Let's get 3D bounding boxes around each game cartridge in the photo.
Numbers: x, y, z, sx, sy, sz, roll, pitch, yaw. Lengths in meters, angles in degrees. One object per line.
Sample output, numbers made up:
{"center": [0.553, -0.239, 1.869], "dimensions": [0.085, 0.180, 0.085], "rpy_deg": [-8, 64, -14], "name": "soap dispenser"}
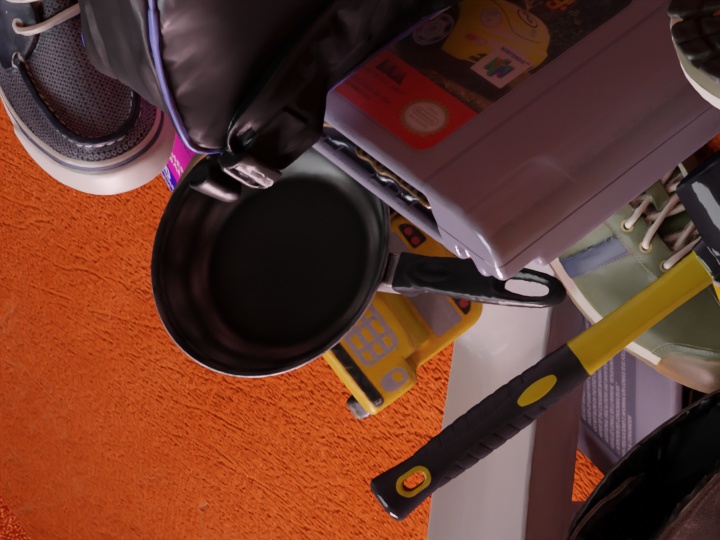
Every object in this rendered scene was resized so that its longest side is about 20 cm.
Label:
{"center": [0.109, 0.022, 1.211], "dimensions": [0.133, 0.040, 0.200], "rpy_deg": [42, 158, 28], "name": "game cartridge"}
{"center": [0.043, -0.083, 1.031], "dimensions": [0.200, 0.133, 0.041], "rpy_deg": [38, 155, 44], "name": "game cartridge"}

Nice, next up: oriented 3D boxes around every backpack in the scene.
{"center": [-0.022, -0.159, 0.978], "dimensions": [0.154, 0.190, 0.200], "rpy_deg": [49, 157, 39], "name": "backpack"}

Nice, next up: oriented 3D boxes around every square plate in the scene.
{"center": [0.063, 0.098, 1.199], "dimensions": [0.200, 0.028, 0.198], "rpy_deg": [128, 151, -72], "name": "square plate"}

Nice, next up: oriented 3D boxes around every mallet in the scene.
{"center": [0.095, 0.037, 1.025], "dimensions": [0.066, 0.200, 0.041], "rpy_deg": [46, -174, 1], "name": "mallet"}

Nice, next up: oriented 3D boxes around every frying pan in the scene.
{"center": [-0.003, -0.016, 1.149], "dimensions": [0.031, 0.190, 0.115], "rpy_deg": [37, -136, -59], "name": "frying pan"}

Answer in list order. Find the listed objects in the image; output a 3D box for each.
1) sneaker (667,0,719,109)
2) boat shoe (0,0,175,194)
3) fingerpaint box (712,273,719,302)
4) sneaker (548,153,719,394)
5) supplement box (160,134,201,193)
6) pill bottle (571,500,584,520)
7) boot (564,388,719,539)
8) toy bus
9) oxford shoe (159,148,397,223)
{"center": [0.185, -0.029, 0.884], "dimensions": [0.200, 0.077, 0.089], "rpy_deg": [50, 175, 37], "name": "sneaker"}
{"center": [-0.146, -0.128, 1.218], "dimensions": [0.200, 0.075, 0.093], "rpy_deg": [59, 172, 37], "name": "boat shoe"}
{"center": [0.229, 0.076, 0.922], "dimensions": [0.200, 0.073, 0.167], "rpy_deg": [26, 145, 59], "name": "fingerpaint box"}
{"center": [0.098, -0.038, 1.073], "dimensions": [0.200, 0.067, 0.090], "rpy_deg": [47, 163, 30], "name": "sneaker"}
{"center": [-0.052, -0.107, 1.276], "dimensions": [0.101, 0.103, 0.200], "rpy_deg": [60, 164, 25], "name": "supplement box"}
{"center": [0.152, 0.192, 1.234], "dimensions": [0.200, 0.120, 0.120], "rpy_deg": [33, 152, 40], "name": "pill bottle"}
{"center": [0.116, 0.136, 1.088], "dimensions": [0.069, 0.200, 0.174], "rpy_deg": [39, -179, 34], "name": "boot"}
{"center": [0.011, 0.010, 1.268], "dimensions": [0.065, 0.078, 0.200], "rpy_deg": [54, -177, -6], "name": "toy bus"}
{"center": [-0.023, -0.037, 1.217], "dimensions": [0.200, 0.071, 0.071], "rpy_deg": [-39, 50, 36], "name": "oxford shoe"}
